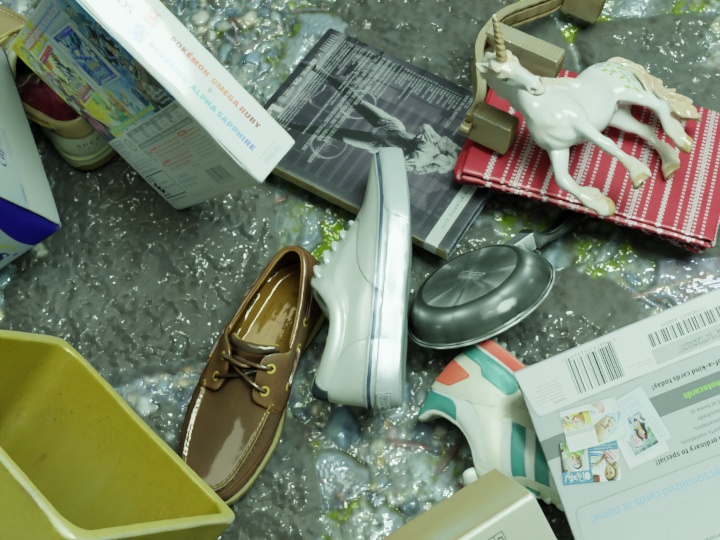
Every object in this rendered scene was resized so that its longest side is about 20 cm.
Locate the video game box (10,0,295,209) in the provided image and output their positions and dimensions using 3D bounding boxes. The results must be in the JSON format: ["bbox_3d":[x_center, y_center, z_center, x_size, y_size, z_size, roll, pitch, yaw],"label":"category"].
[{"bbox_3d":[-0.155,-0.128,0.839,0.182,0.200,0.047,43,71,-18],"label":"video game box"}]

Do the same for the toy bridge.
[{"bbox_3d":[0.125,-0.170,0.921,0.067,0.027,0.200,27,55,14],"label":"toy bridge"}]

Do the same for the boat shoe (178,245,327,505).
[{"bbox_3d":[-0.081,0.070,0.846,0.072,0.068,0.201,18,67,13],"label":"boat shoe"}]

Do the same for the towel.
[{"bbox_3d":[0.183,-0.094,0.909,0.199,0.023,0.145,17,54,8],"label":"towel"}]

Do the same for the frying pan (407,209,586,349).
[{"bbox_3d":[0.115,-0.004,0.851,0.190,0.031,0.115,-32,24,-7],"label":"frying pan"}]

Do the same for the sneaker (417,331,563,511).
[{"bbox_3d":[0.124,0.135,0.806,0.093,0.070,0.200,-47,70,3],"label":"sneaker"}]

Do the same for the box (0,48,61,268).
[{"bbox_3d":[-0.351,-0.068,0.885,0.200,0.105,0.184,-31,64,14],"label":"box"}]

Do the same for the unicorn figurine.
[{"bbox_3d":[0.161,-0.112,0.843,0.137,0.074,0.200,50,33,12],"label":"unicorn figurine"}]

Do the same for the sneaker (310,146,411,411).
[{"bbox_3d":[0.000,0.000,0.832,0.071,0.073,0.201,2,63,5],"label":"sneaker"}]

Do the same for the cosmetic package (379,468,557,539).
[{"bbox_3d":[0.036,0.223,0.737,0.200,0.071,0.105,-29,101,-10],"label":"cosmetic package"}]

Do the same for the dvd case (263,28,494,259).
[{"bbox_3d":[0.020,-0.107,0.941,0.200,0.016,0.149,27,62,17],"label":"dvd case"}]

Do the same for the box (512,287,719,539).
[{"bbox_3d":[0.200,0.128,0.716,0.156,0.041,0.201,-25,66,15],"label":"box"}]

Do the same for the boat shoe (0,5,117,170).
[{"bbox_3d":[-0.272,-0.170,0.979,0.074,0.066,0.200,-43,68,-15],"label":"boat shoe"}]

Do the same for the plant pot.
[{"bbox_3d":[-0.242,0.171,0.747,0.195,0.194,0.200,41,98,21],"label":"plant pot"}]
